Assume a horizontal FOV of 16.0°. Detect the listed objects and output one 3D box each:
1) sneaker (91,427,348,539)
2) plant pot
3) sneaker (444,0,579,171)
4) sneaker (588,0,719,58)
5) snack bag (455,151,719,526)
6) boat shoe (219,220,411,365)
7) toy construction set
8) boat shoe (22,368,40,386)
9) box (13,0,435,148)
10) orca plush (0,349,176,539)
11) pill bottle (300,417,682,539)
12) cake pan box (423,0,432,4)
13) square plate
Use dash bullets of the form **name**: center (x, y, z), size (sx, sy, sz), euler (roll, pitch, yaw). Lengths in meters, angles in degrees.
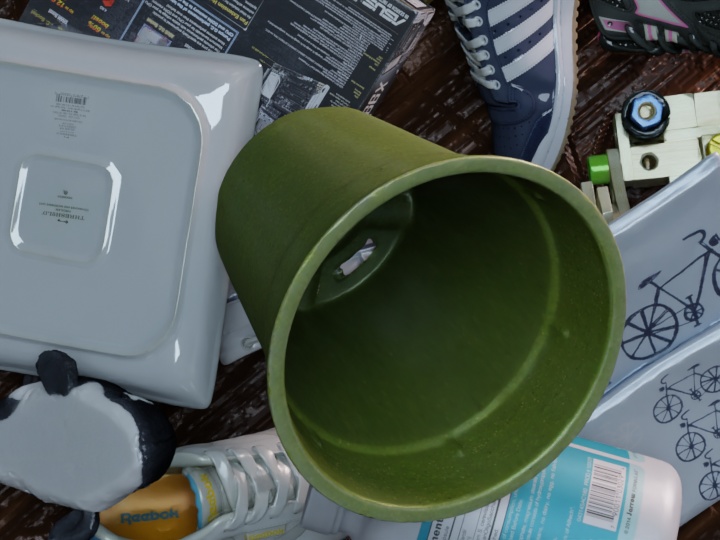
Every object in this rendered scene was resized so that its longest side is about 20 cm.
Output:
- **sneaker**: center (-0.065, 0.130, 1.467), size (0.199, 0.081, 0.077), euler (-15, 81, -6)
- **plant pot**: center (0.008, 0.001, 1.354), size (0.199, 0.190, 0.201), euler (-11, 117, -22)
- **sneaker**: center (0.070, -0.147, 1.484), size (0.108, 0.070, 0.202), euler (0, 104, -24)
- **sneaker**: center (0.184, -0.156, 1.514), size (0.200, 0.080, 0.087), euler (39, 96, 31)
- **snack bag**: center (0.175, 0.051, 1.461), size (0.188, 0.021, 0.201), euler (-32, 117, 0)
- **boat shoe**: center (0.000, 0.000, 1.500), size (0.199, 0.074, 0.066), euler (-18, 98, -1)
- **toy construction set**: center (0.209, -0.044, 1.504), size (0.198, 0.092, 0.132), euler (-5, 82, -14)
- **boat shoe**: center (-0.180, 0.004, 1.486), size (0.064, 0.072, 0.202), euler (-6, 88, -8)
- **box**: center (-0.082, -0.136, 1.456), size (0.199, 0.050, 0.158), euler (33, 103, 6)
- **orca plush**: center (-0.158, 0.104, 1.432), size (0.071, 0.200, 0.106), euler (-6, 72, -43)
- **pill bottle**: center (0.070, 0.135, 1.416), size (0.199, 0.111, 0.112), euler (16, 82, -1)
- **cake pan box**: center (0.025, -0.281, 1.545), size (0.200, 0.052, 0.184), euler (45, 81, 4)
- **square plate**: center (-0.166, -0.036, 1.436), size (0.198, 0.028, 0.200), euler (10, 93, 9)
